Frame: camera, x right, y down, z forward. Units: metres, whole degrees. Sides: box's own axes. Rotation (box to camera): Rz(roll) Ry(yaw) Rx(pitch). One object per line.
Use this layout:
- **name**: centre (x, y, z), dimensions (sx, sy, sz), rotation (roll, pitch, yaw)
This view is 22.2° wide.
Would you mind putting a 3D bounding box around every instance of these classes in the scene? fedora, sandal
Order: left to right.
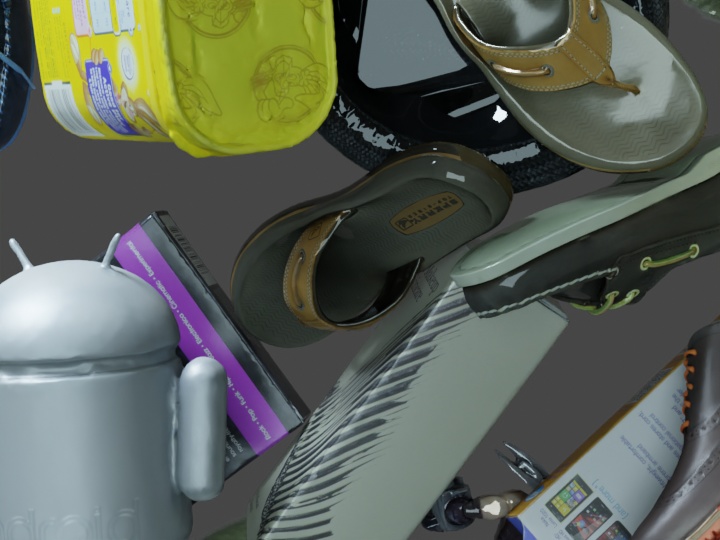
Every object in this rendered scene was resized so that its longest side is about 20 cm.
- **sandal**: centre (0.000, 0.000, 0.941), dimensions (0.082, 0.055, 0.199), rotation (32, 140, -30)
- **fedora**: centre (0.057, -0.130, 0.952), dimensions (0.199, 0.092, 0.202), rotation (0, 95, 2)
- **sandal**: centre (0.084, -0.123, 0.877), dimensions (0.080, 0.054, 0.200), rotation (-42, 93, 5)

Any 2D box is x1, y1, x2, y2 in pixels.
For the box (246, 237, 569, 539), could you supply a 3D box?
- **box**: centre (0.022, 0.078, 0.976), dimensions (0.068, 0.082, 0.200), rotation (34, 97, -11)

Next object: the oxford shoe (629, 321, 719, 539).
- **oxford shoe**: centre (0.182, 0.072, 0.918), dimensions (0.072, 0.071, 0.200), rotation (37, 73, 9)

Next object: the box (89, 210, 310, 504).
- **box**: centre (-0.148, 0.082, 1.029), dimensions (0.200, 0.036, 0.143), rotation (-36, 88, 8)

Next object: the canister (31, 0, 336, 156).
- **canister**: centre (-0.096, -0.135, 0.909), dimensions (0.086, 0.200, 0.150), rotation (-9, 99, -27)

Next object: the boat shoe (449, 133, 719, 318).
- **boat shoe**: centre (0.131, -0.013, 0.921), dimensions (0.200, 0.072, 0.061), rotation (-25, 102, -33)

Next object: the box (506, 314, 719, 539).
- **box**: centre (0.172, 0.121, 0.959), dimensions (0.200, 0.041, 0.119), rotation (-41, 88, -6)

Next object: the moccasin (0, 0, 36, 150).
- **moccasin**: centre (-0.226, -0.163, 1.001), dimensions (0.080, 0.068, 0.201), rotation (-5, 94, 8)

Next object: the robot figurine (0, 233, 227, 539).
- **robot figurine**: centre (-0.146, 0.082, 0.953), dimensions (0.168, 0.113, 0.202), rotation (-3, 93, 15)

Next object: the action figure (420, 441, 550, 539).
- **action figure**: centre (0.063, 0.179, 0.993), dimensions (0.200, 0.069, 0.130), rotation (-41, 82, -5)
